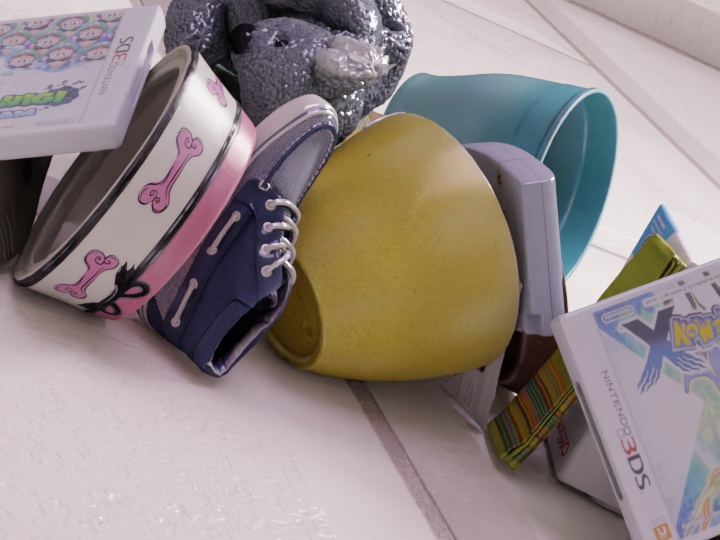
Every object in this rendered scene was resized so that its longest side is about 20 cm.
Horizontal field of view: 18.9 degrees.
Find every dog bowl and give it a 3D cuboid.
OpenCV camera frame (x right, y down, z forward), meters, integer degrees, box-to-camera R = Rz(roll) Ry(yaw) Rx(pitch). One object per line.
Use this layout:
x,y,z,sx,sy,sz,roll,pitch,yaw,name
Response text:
-0.148,-0.053,1.473,0.074,0.200,0.200,37,13,-17,dog bowl

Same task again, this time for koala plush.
-0.041,-0.156,1.662,0.183,0.177,0.201,38,23,-22,koala plush

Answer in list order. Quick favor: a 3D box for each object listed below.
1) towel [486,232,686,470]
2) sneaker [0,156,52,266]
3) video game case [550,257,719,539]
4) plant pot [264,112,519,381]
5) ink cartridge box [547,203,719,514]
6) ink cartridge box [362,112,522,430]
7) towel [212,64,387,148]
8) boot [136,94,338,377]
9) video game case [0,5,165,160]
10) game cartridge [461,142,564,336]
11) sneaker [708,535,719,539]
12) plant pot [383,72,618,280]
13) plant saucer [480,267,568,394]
0.166,0.058,1.622,0.018,0.200,0.086,37,8,-16,towel
-0.283,-0.064,1.514,0.105,0.075,0.201,-2,33,10,sneaker
0.254,0.089,1.547,0.199,0.184,0.022,-19,-6,-20,video game case
0.000,0.000,1.592,0.141,0.201,0.200,-21,44,-31,plant pot
0.253,0.085,1.684,0.145,0.201,0.147,27,17,-10,ink cartridge box
0.064,-0.001,1.674,0.050,0.162,0.200,-23,52,-31,ink cartridge box
-0.037,-0.105,1.785,0.199,0.022,0.147,18,36,-33,towel
-0.065,-0.022,1.500,0.090,0.200,0.073,39,2,35,boot
-0.248,-0.129,1.512,0.198,0.024,0.183,-5,32,9,video game case
0.101,-0.030,1.646,0.040,0.135,0.200,-12,12,-18,game cartridge
0.299,0.224,1.570,0.199,0.071,0.093,33,23,23,sneaker
0.119,-0.099,2.060,0.187,0.202,0.200,19,11,25,plant pot
0.111,0.009,1.744,0.034,0.202,0.200,-10,31,-17,plant saucer
